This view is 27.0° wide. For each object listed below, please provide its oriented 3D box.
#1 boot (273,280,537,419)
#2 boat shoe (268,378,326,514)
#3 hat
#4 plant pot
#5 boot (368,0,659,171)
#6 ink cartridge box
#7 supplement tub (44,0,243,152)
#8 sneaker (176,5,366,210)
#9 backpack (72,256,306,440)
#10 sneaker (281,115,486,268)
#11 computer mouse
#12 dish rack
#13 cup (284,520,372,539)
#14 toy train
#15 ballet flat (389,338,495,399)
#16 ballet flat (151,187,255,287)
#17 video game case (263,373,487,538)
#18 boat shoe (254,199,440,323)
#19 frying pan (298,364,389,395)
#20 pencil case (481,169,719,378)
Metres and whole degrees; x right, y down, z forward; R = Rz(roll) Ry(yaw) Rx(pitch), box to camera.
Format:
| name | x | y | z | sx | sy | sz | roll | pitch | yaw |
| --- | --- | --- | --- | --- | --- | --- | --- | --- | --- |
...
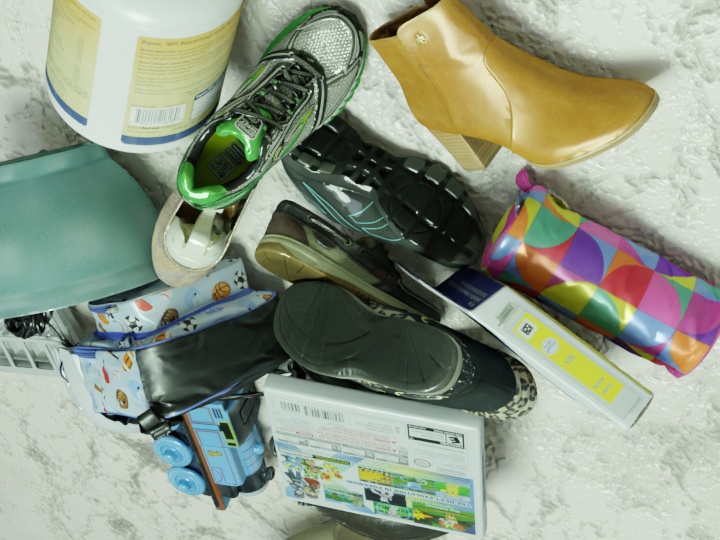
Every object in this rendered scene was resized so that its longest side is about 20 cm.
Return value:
| name | x | y | z | sx | sy | sz | roll | pitch | yaw |
| --- | --- | --- | --- | --- | --- | --- | --- | --- | --- |
| boot | 0.038 | 0.073 | 1.271 | 0.203 | 0.074 | 0.154 | 17 | 176 | 42 |
| boat shoe | -0.060 | 0.184 | 1.556 | 0.066 | 0.075 | 0.199 | 1 | 142 | 18 |
| hat | 0.034 | 0.188 | 1.483 | 0.200 | 0.081 | 0.201 | 10 | 141 | 9 |
| plant pot | -0.282 | -0.045 | 1.392 | 0.200 | 0.200 | 0.134 | -6 | 102 | 38 |
| boot | 0.104 | -0.145 | 1.098 | 0.201 | 0.071 | 0.144 | -8 | 129 | 45 |
| ink cartridge box | 0.126 | 0.043 | 1.223 | 0.200 | 0.047 | 0.198 | 39 | -179 | -7 |
| supplement tub | -0.165 | -0.203 | 1.162 | 0.144 | 0.144 | 0.200 | 29 | 141 | 5 |
| sneaker | -0.067 | -0.121 | 1.175 | 0.078 | 0.085 | 0.200 | 39 | 98 | -5 |
| backpack | -0.183 | 0.073 | 1.438 | 0.190 | 0.200 | 0.154 | -17 | 90 | 50 |
| sneaker | 0.016 | -0.064 | 1.260 | 0.200 | 0.075 | 0.079 | 35 | 156 | 6 |
| computer mouse | -0.297 | 0.112 | 1.579 | 0.200 | 0.044 | 0.110 | 50 | 154 | -21 |
| dish rack | -0.384 | 0.029 | 1.634 | 0.171 | 0.044 | 0.200 | 3 | 133 | 33 |
| cup | -0.028 | 0.357 | 1.648 | 0.200 | 0.200 | 0.143 | 35 | 113 | -3 |
| toy train | -0.159 | 0.175 | 1.606 | 0.114 | 0.087 | 0.200 | 5 | 134 | 22 |
| ballet flat | 0.071 | 0.100 | 1.393 | 0.200 | 0.072 | 0.072 | -7 | 127 | 44 |
| ballet flat | -0.130 | -0.056 | 1.292 | 0.068 | 0.067 | 0.200 | 21 | 117 | -14 |
| video game case | 0.017 | 0.173 | 1.382 | 0.200 | 0.022 | 0.182 | 9 | 140 | 14 |
| boat shoe | 0.000 | 0.000 | 1.315 | 0.200 | 0.065 | 0.073 | 29 | 161 | -35 |
| frying pan | -0.011 | 0.103 | 1.388 | 0.115 | 0.031 | 0.190 | 17 | 140 | 30 |
| pencil case | 0.193 | 0.005 | 1.190 | 0.200 | 0.088 | 0.088 | 31 | 141 | 0 |
